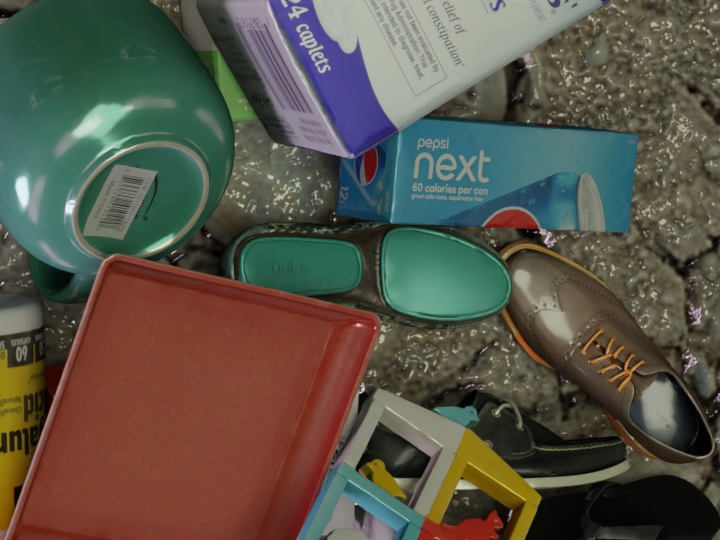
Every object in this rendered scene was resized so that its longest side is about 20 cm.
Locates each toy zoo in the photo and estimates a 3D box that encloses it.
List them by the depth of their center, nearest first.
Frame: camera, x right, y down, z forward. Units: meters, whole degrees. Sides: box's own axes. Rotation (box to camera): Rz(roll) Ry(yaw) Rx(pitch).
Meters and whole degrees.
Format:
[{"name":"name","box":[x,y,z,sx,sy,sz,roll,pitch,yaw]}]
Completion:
[{"name":"toy zoo","box":[0.035,0.163,1.442,0.131,0.020,0.201,34,54,-8]}]

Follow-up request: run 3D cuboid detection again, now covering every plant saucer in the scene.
[{"name":"plant saucer","box":[-0.106,0.095,1.404,0.199,0.037,0.201,14,102,-33]}]

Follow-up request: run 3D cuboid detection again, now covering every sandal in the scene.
[{"name":"sandal","box":[0.172,0.165,1.538,0.200,0.076,0.043,-15,143,-49]}]

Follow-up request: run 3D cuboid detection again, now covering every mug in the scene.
[{"name":"mug","box":[-0.147,-0.063,1.378,0.151,0.115,0.186,-30,138,-7]}]

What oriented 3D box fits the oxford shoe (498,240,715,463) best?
[{"name":"oxford shoe","box":[0.168,0.054,1.558,0.200,0.073,0.071,42,84,-16]}]

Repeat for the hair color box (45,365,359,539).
[{"name":"hair color box","box":[-0.104,0.115,1.482,0.198,0.064,0.112,-2,106,-16]}]

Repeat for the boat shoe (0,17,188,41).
[{"name":"boat shoe","box":[-0.200,-0.122,1.429,0.199,0.070,0.071,-8,98,-16]}]

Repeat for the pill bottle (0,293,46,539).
[{"name":"pill bottle","box":[-0.247,0.118,1.421,0.110,0.111,0.202,-3,98,-16]}]

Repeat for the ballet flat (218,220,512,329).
[{"name":"ballet flat","box":[0.000,0.000,1.506,0.199,0.074,0.075,8,94,-21]}]

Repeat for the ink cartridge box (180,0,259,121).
[{"name":"ink cartridge box","box":[-0.039,-0.201,1.462,0.144,0.084,0.202,-7,98,-16]}]

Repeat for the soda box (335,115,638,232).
[{"name":"soda box","box":[0.084,-0.063,1.495,0.199,0.064,0.068,1,97,-35]}]

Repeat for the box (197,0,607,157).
[{"name":"box","box":[0.029,-0.162,1.338,0.199,0.184,0.105,-32,104,-10]}]

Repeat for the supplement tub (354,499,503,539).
[{"name":"supplement tub","box":[0.075,0.237,1.520,0.199,0.132,0.133,21,90,-17]}]

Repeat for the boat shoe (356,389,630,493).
[{"name":"boat shoe","box":[0.089,0.114,1.542,0.198,0.072,0.068,3,89,-17]}]
